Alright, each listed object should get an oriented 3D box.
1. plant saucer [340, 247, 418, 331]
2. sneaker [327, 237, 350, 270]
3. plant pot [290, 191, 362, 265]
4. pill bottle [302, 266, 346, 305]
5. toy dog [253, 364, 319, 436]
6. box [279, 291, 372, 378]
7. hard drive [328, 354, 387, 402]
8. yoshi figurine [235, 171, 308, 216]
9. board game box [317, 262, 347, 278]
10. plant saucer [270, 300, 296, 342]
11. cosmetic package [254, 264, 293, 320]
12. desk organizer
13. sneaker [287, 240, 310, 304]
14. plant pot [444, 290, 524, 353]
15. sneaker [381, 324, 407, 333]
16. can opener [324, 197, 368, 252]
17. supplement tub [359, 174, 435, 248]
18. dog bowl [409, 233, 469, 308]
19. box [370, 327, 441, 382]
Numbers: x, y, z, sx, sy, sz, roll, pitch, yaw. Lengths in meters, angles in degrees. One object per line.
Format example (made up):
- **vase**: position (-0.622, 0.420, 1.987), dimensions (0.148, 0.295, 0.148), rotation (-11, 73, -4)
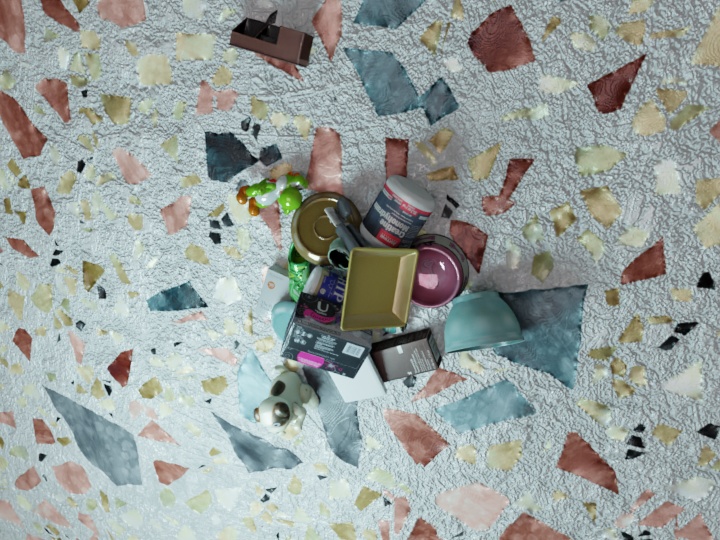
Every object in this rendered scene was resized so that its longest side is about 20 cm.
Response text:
- **plant saucer**: position (0.037, 0.039, 1.267), dimensions (0.048, 0.198, 0.202), rotation (24, 110, 54)
- **sneaker**: position (-0.001, 0.000, 1.321), dimensions (0.199, 0.118, 0.074), rotation (33, 108, -2)
- **plant pot**: position (-0.092, -0.114, 1.400), dimensions (0.197, 0.027, 0.203), rotation (0, 87, 3)
- **pill bottle**: position (-0.050, 0.082, 1.375), dimensions (0.198, 0.120, 0.120), rotation (25, 113, -13)
- **toy dog**: position (-0.227, 0.396, 1.548), dimensions (0.138, 0.200, 0.196), rotation (-6, 106, 17)
- **box**: position (-0.081, 0.159, 1.290), dimensions (0.198, 0.115, 0.133), rotation (19, 128, -11)
- **hard drive**: position (-0.022, 0.276, 1.448), dimensions (0.131, 0.027, 0.201), rotation (-15, 116, 20)
- **yoshi figurine**: position (-0.234, -0.196, 1.411), dimensions (0.198, 0.112, 0.113), rotation (-13, 103, 24)
- **board game box**: position (-0.038, 0.051, 1.450), dimensions (0.125, 0.035, 0.202), rotation (-13, 104, -4)
- **plant saucer**: position (-0.179, 0.175, 1.479), dimensions (0.198, 0.027, 0.202), rotation (20, 133, 23)
- **cosmetic package**: position (-0.196, 0.093, 1.527), dimensions (0.198, 0.052, 0.152), rotation (24, 109, 8)
- **desk organizer**: position (-0.225, -0.578, 1.315), dimensions (0.198, 0.072, 0.078), rotation (20, 109, 10)
- **sneaker**: position (-0.171, 0.008, 1.440), dimensions (0.073, 0.084, 0.202), rotation (-10, 81, 1)
- **plant pot**: position (0.303, 0.128, 1.327), dimensions (0.198, 0.200, 0.136), rotation (-13, 75, 20)
- **sneaker**: position (0.068, 0.083, 1.434), dimensions (0.079, 0.077, 0.202), rotation (-6, 105, 27)
- **can opener**: position (-0.032, -0.108, 1.313), dimensions (0.067, 0.052, 0.201), rotation (-60, 44, 34)
- **supplement tub**: position (0.085, -0.125, 1.325), dimensions (0.140, 0.140, 0.201), rotation (34, 113, 4)
- **dog bowl**: position (0.183, 0.010, 1.374), dimensions (0.198, 0.074, 0.203), rotation (5, 108, 15)
- **box**: position (0.117, 0.241, 1.467), dimensions (0.198, 0.075, 0.101), rotation (-19, 102, 23)
